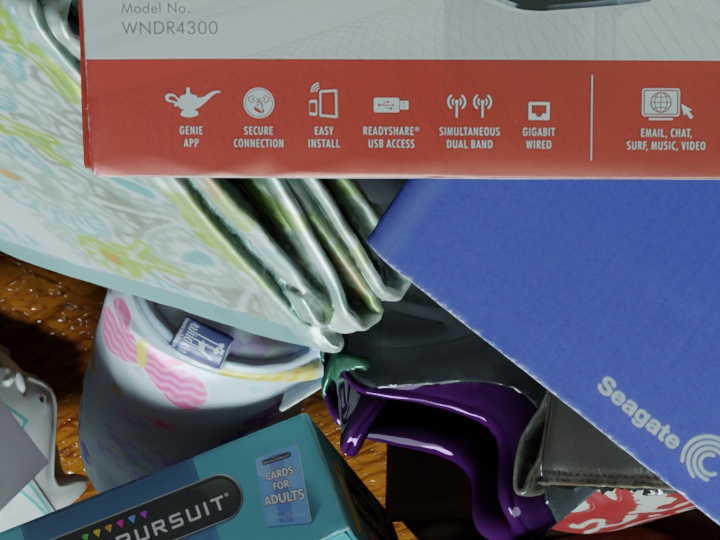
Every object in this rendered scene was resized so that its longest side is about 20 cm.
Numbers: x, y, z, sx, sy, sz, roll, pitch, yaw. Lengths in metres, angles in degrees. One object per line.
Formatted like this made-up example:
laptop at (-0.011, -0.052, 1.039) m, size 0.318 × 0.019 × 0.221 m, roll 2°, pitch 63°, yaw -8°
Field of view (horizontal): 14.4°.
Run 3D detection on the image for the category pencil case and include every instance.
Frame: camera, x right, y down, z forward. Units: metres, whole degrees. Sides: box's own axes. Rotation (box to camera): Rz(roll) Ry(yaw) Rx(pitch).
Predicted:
pencil case at (-0.052, 0.032, 1.041) m, size 0.090 × 0.083 × 0.200 m, roll 24°, pitch 155°, yaw -2°

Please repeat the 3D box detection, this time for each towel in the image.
towel at (-0.095, -0.054, 0.799) m, size 0.199 × 0.048 × 0.171 m, roll 15°, pitch 156°, yaw 41°

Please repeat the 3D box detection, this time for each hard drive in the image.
hard drive at (0.106, -0.045, 0.715) m, size 0.132 × 0.025 × 0.200 m, roll 38°, pitch 116°, yaw 8°

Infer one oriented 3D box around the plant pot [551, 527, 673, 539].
plant pot at (0.079, 0.215, 1.095) m, size 0.200 × 0.196 × 0.201 m, roll -16°, pitch 163°, yaw -5°

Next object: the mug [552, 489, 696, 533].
mug at (0.106, -0.003, 0.939) m, size 0.133 × 0.178 × 0.200 m, roll -35°, pitch -179°, yaw -30°

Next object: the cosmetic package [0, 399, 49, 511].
cosmetic package at (-0.225, 0.049, 1.040) m, size 0.200 × 0.052 × 0.151 m, roll -23°, pitch 105°, yaw 46°

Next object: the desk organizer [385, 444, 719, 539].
desk organizer at (0.116, 0.071, 1.132) m, size 0.199 × 0.072 × 0.077 m, roll -4°, pitch 158°, yaw 15°

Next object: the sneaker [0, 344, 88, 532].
sneaker at (-0.169, 0.048, 1.124) m, size 0.080 × 0.070 × 0.201 m, roll -34°, pitch 142°, yaw -12°

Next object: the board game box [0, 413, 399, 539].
board game box at (-0.065, 0.120, 1.066) m, size 0.150 × 0.047 × 0.200 m, roll -22°, pitch 163°, yaw 2°

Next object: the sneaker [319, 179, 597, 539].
sneaker at (0.000, 0.000, 0.853) m, size 0.200 × 0.088 × 0.075 m, roll 40°, pitch 152°, yaw 9°

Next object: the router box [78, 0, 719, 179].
router box at (0.038, -0.112, 0.604) m, size 0.199 × 0.181 × 0.049 m, roll 0°, pitch -163°, yaw 4°

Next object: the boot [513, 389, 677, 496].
boot at (0.130, -0.020, 0.781) m, size 0.199 × 0.175 × 0.069 m, roll -9°, pitch 169°, yaw 32°
